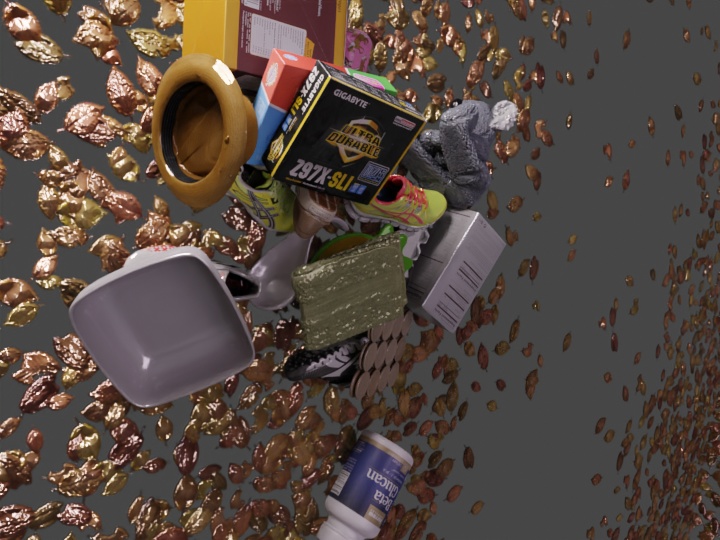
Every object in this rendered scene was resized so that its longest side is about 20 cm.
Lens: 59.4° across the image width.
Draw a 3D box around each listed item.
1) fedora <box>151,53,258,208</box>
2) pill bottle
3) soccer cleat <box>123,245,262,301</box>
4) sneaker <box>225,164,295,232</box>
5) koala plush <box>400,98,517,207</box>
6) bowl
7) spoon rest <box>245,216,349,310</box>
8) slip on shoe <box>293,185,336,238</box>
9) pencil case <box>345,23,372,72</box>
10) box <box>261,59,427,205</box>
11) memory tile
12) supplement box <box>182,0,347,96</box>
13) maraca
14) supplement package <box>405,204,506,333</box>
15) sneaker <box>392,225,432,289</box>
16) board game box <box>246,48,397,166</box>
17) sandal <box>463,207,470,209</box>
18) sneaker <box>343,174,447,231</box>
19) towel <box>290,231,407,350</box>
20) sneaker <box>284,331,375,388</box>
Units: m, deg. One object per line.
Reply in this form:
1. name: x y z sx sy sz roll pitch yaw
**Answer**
1. fedora: -0.196 -0.182 0.834 0.081 0.197 0.206 -13 104 -50
2. pill bottle: 0.005 0.400 1.123 0.111 0.110 0.202 44 68 -35
3. soccer cleat: -0.231 0.009 0.890 0.197 0.084 0.070 15 86 -41
4. sneaker: -0.143 -0.113 0.958 0.198 0.075 0.077 30 74 -41
5. koala plush: 0.192 -0.242 1.175 0.185 0.175 0.201 54 51 -23
6. bowl: -0.256 0.066 0.836 0.196 0.075 0.203 -22 123 0
7. spoon rest: -0.101 -0.022 0.986 0.201 0.098 0.061 -48 147 -18
8. slip on shoe: -0.071 -0.117 0.975 0.075 0.202 0.061 26 117 -21
9. pencil case: -0.035 -0.290 1.029 0.081 0.086 0.205 12 87 -9
10. box: -0.021 -0.184 0.891 0.198 0.050 0.161 9 127 -46
11. memory tile: 0.040 0.146 1.128 0.199 0.016 0.157 4 101 -67
12. supplement box: -0.134 -0.360 0.899 0.197 0.131 0.203 1 94 -41
13. maraca: 0.000 0.000 1.063 0.197 0.107 0.140 -23 114 -19
14. supplement package: 0.163 -0.006 1.194 0.109 0.113 0.202 38 82 -36
15. sneaker: 0.055 -0.023 1.151 0.088 0.074 0.203 32 70 -26
16. board game box: -0.061 -0.215 0.899 0.197 0.041 0.155 -1 133 -40
17. sandal: 0.211 -0.158 1.273 0.079 0.053 0.205 17 84 -39
18. sneaker: 0.074 -0.124 1.098 0.196 0.091 0.080 -1 63 -26
19. towel: -0.012 0.033 0.981 0.197 0.036 0.151 -22 120 -25
20. sneaker: -0.041 0.167 1.085 0.198 0.066 0.093 -18 105 -40
